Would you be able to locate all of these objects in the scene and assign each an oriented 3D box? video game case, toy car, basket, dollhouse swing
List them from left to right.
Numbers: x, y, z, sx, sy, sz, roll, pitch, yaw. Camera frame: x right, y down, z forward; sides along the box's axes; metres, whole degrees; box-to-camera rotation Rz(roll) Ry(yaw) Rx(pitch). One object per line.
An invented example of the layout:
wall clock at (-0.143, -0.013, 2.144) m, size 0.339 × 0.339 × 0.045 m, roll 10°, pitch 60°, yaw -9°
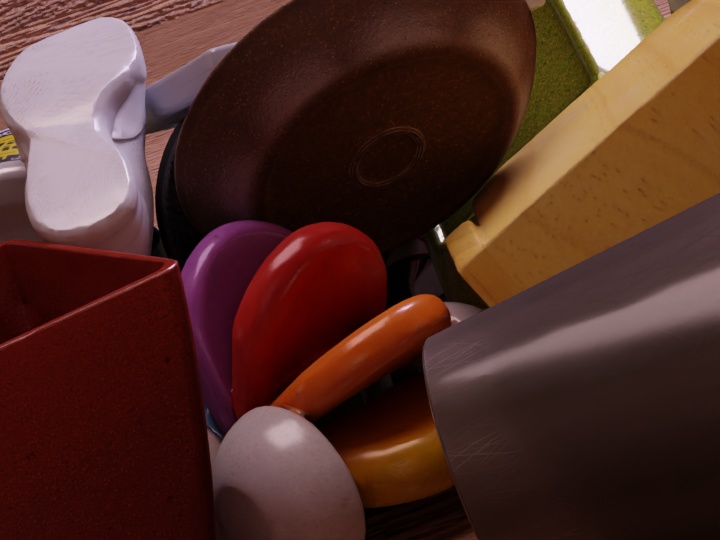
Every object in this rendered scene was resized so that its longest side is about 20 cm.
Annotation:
toy car at (-0.031, 0.048, 1.018) m, size 0.175 × 0.150 × 0.200 m, roll -31°, pitch 19°, yaw -38°
video game case at (-0.023, -0.112, 1.127) m, size 0.182 × 0.022 × 0.200 m, roll -16°, pitch 1°, yaw -21°
dollhouse swing at (0.163, -0.028, 1.026) m, size 0.200 × 0.182 × 0.176 m, roll -42°, pitch -8°, yaw 6°
basket at (0.137, 0.045, 0.861) m, size 0.200 × 0.136 × 0.181 m, roll -20°, pitch 34°, yaw 12°

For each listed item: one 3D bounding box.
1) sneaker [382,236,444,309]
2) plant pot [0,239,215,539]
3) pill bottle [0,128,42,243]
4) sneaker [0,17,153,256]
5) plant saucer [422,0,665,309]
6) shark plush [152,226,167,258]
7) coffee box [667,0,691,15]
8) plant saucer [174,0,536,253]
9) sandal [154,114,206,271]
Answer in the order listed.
sneaker at (0.000, 0.000, 1.276) m, size 0.080 × 0.087 × 0.200 m, roll -17°, pitch 15°, yaw 14°
plant pot at (-0.172, 0.109, 0.924) m, size 0.199 × 0.177 × 0.200 m, roll -27°, pitch 16°, yaw -26°
pill bottle at (-0.185, -0.023, 1.216) m, size 0.111 × 0.112 × 0.200 m, roll -20°, pitch 14°, yaw -2°
sneaker at (-0.136, -0.049, 1.085) m, size 0.075 × 0.089 × 0.200 m, roll -15°, pitch 39°, yaw 5°
plant saucer at (0.088, -0.089, 1.216) m, size 0.200 × 0.048 × 0.200 m, roll -47°, pitch 36°, yaw 23°
shark plush at (-0.090, 0.027, 1.247) m, size 0.091 × 0.084 × 0.200 m, roll 2°, pitch -9°, yaw -8°
coffee box at (0.244, -0.118, 1.166) m, size 0.114 × 0.201 × 0.080 m, roll -25°, pitch 16°, yaw -25°
plant saucer at (0.007, -0.066, 1.054) m, size 0.200 × 0.201 × 0.037 m, roll -23°, pitch 55°, yaw -13°
sandal at (-0.064, 0.001, 1.137) m, size 0.075 × 0.200 × 0.045 m, roll -40°, pitch 38°, yaw -21°
